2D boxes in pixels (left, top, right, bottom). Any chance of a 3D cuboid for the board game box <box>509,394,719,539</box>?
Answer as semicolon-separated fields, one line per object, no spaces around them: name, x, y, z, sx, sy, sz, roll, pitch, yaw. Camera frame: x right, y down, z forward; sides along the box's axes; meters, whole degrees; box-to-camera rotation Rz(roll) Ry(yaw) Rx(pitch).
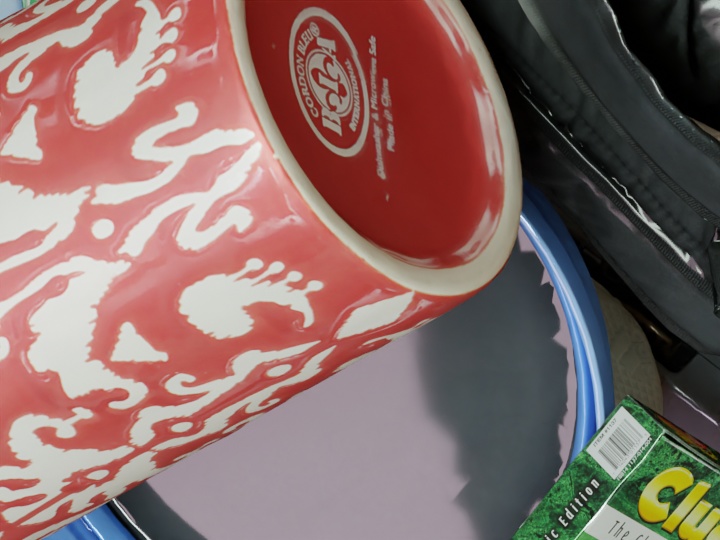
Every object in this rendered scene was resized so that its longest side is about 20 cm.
board game box;0.106;0.116;0.815;0.200;0.105;0.023;33;-169;-42

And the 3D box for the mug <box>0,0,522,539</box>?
mug;-0.078;-0.026;0.703;0.199;0.133;0.178;-26;87;34

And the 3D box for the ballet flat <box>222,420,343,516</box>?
ballet flat;-0.013;0.073;0.945;0.075;0.068;0.200;30;172;-2

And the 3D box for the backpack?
backpack;0.087;-0.081;0.718;0.200;0.126;0.167;53;161;2

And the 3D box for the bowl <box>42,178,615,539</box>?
bowl;-0.021;0.033;0.813;0.199;0.039;0.202;7;110;18

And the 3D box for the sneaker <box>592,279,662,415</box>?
sneaker;0.000;0.000;0.867;0.200;0.077;0.082;48;134;3

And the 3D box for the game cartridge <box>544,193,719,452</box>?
game cartridge;0.042;0.023;0.944;0.200;0.042;0.133;38;141;10

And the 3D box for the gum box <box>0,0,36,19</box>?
gum box;-0.135;-0.146;0.981;0.200;0.044;0.170;52;151;11
